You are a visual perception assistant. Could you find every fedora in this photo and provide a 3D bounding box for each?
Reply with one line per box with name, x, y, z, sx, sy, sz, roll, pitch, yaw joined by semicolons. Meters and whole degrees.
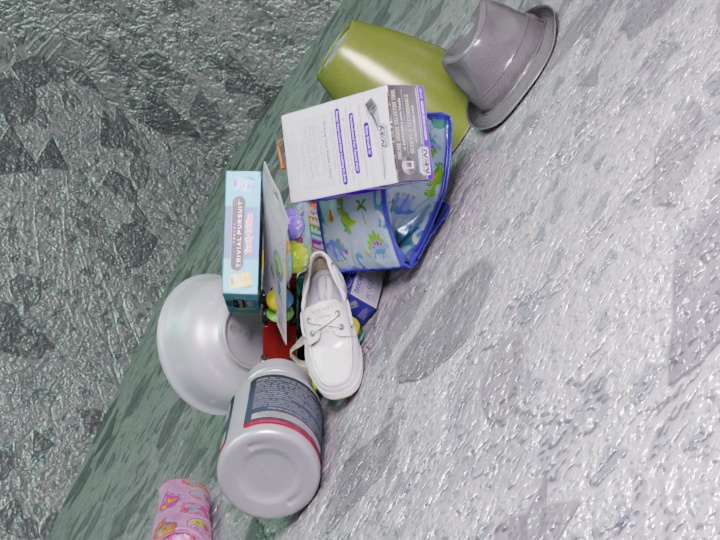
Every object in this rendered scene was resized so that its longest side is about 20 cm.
fedora;0.163;-0.276;1.613;0.177;0.090;0.201;-52;14;25

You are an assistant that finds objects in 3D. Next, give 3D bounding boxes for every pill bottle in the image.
pill bottle;-0.103;0.190;1.521;0.120;0.119;0.200;-54;14;20

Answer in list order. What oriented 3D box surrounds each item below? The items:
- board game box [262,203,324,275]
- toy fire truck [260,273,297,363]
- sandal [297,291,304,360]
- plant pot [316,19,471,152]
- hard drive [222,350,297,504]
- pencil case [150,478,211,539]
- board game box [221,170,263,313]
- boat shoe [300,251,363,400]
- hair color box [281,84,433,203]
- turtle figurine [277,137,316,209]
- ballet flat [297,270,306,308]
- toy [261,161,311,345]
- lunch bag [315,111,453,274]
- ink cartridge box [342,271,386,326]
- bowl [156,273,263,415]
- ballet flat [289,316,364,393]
board game box;-0.115;0.004;1.961;0.200;0.034;0.136;-50;37;37
toy fire truck;-0.109;0.038;1.741;0.141;0.048;0.203;-98;9;-76
sandal;-0.063;0.081;1.726;0.200;0.044;0.076;100;170;-73
plant pot;0.045;-0.249;1.763;0.188;0.199;0.188;-54;14;20
hard drive;-0.131;0.215;1.782;0.132;0.025;0.201;-50;16;37
pencil case;-0.249;0.361;1.790;0.088;0.087;0.200;-57;12;6
board game box;-0.151;-0.032;1.648;0.200;0.046;0.153;111;160;-81
boat shoe;-0.043;0.063;1.557;0.070;0.070;0.202;72;-176;-50
hair color box;-0.007;-0.145;1.498;0.199;0.064;0.111;-6;90;51
turtle figurine;-0.024;-0.138;1.933;0.160;0.201;0.064;-31;-10;-14
ballet flat;-0.062;0.038;1.834;0.072;0.068;0.200;-29;-12;-26
toy;-0.089;-0.021;1.567;0.116;0.047;0.202;-116;25;-45
lunch bag;0.024;-0.098;1.605;0.169;0.126;0.203;-4;77;57
ink cartridge box;0.000;0.000;1.720;0.094;0.044;0.201;-50;16;40
bowl;-0.178;0.096;1.786;0.090;0.201;0.203;-17;41;46
ballet flat;-0.072;0.134;1.645;0.201;0.067;0.067;-56;15;16
